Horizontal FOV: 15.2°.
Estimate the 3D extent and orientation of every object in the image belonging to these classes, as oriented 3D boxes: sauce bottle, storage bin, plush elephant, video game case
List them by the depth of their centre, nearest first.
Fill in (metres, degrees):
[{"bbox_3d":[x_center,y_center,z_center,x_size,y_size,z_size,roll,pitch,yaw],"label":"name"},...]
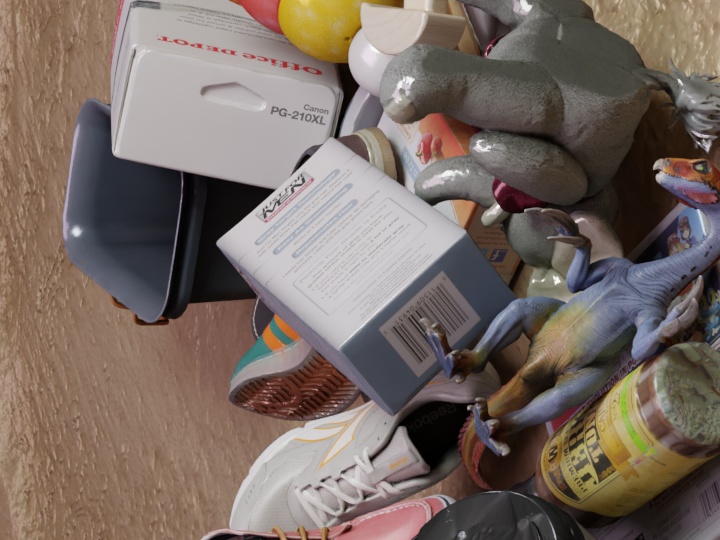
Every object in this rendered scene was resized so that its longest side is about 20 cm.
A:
[{"bbox_3d":[0.140,0.107,1.511,0.200,0.064,0.065,-46,50,51],"label":"sauce bottle"},{"bbox_3d":[0.099,-0.069,1.537,0.165,0.199,0.155,-77,6,-50],"label":"plush elephant"},{"bbox_3d":[0.171,0.083,1.544,0.200,0.023,0.183,-50,46,50],"label":"video game case"},{"bbox_3d":[-0.116,-0.034,1.957,0.200,0.134,0.146,33,116,58],"label":"storage bin"}]

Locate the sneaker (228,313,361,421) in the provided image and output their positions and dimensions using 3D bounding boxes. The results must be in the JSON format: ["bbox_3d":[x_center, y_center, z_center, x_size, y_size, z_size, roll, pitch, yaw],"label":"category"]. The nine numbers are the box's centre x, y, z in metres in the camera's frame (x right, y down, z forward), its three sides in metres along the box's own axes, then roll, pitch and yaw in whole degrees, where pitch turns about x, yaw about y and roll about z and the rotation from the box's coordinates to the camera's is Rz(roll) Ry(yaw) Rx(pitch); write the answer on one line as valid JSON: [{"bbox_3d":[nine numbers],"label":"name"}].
[{"bbox_3d":[-0.021,0.035,1.735,0.200,0.071,0.080,-37,38,53],"label":"sneaker"}]

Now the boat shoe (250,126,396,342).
[{"bbox_3d":[-0.039,-0.020,1.770,0.200,0.064,0.072,-58,40,46],"label":"boat shoe"}]

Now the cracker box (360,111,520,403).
[{"bbox_3d":[0.041,-0.017,1.749,0.134,0.057,0.201,61,139,44],"label":"cracker box"}]

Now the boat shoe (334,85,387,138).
[{"bbox_3d":[0.005,-0.083,1.811,0.057,0.068,0.201,63,142,42],"label":"boat shoe"}]

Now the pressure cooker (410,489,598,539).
[{"bbox_3d":[0.108,0.238,1.480,0.179,0.200,0.176,-47,31,3],"label":"pressure cooker"}]

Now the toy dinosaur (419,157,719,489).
[{"bbox_3d":[0.127,0.015,1.486,0.105,0.181,0.200,58,166,12],"label":"toy dinosaur"}]

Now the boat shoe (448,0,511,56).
[{"bbox_3d":[0.080,-0.176,1.664,0.070,0.070,0.201,77,176,-78],"label":"boat shoe"}]

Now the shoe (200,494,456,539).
[{"bbox_3d":[-0.033,0.185,1.632,0.200,0.091,0.072,-36,37,24],"label":"shoe"}]

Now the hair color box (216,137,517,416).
[{"bbox_3d":[0.000,0.000,1.581,0.099,0.061,0.200,-42,29,-5],"label":"hair color box"}]

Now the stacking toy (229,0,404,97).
[{"bbox_3d":[-0.014,-0.180,1.684,0.200,0.146,0.147,53,134,32],"label":"stacking toy"}]

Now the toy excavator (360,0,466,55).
[{"bbox_3d":[0.016,-0.250,1.605,0.200,0.100,0.195,45,119,40],"label":"toy excavator"}]

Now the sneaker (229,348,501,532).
[{"bbox_3d":[0.004,0.119,1.670,0.076,0.200,0.092,53,179,-10],"label":"sneaker"}]

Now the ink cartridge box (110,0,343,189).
[{"bbox_3d":[-0.095,-0.136,1.854,0.200,0.144,0.085,-101,24,-65],"label":"ink cartridge box"}]
